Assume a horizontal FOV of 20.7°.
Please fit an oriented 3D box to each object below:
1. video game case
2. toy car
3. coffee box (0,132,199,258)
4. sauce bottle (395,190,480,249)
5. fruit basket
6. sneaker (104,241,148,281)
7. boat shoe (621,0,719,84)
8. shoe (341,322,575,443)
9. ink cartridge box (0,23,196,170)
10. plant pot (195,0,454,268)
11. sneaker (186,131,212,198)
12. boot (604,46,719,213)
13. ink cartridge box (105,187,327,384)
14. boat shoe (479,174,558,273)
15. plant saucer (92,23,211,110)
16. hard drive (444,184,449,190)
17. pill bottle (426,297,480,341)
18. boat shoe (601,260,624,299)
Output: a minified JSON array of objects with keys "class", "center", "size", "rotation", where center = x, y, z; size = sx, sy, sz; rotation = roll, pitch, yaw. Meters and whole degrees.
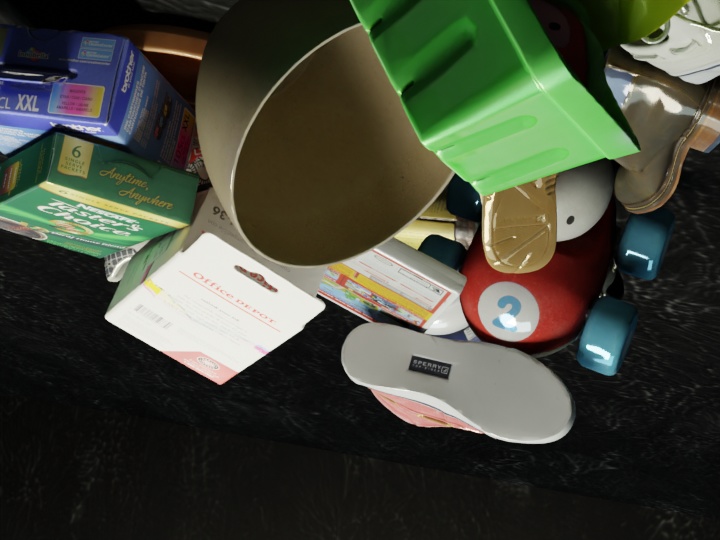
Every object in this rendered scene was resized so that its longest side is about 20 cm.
[{"class":"video game case","center":[0.000,0.000,1.547],"size":[0.143,0.017,0.200],"rotation":[29,164,-2]},{"class":"toy car","center":[0.143,-0.042,1.544],"size":[0.184,0.177,0.200],"rotation":[20,156,13]},{"class":"coffee box","center":[-0.220,-0.056,1.545],"size":[0.123,0.044,0.200],"rotation":[18,165,-26]},{"class":"sauce bottle","center":[0.022,-0.050,1.796],"size":[0.199,0.065,0.065],"rotation":[8,166,22]},{"class":"fruit basket","center":[0.105,-0.164,1.077],"size":[0.215,0.216,0.155],"rotation":[4,166,27]},{"class":"sneaker","center":[-0.124,-0.016,1.719],"size":[0.199,0.081,0.076],"rotation":[7,164,10]},{"class":"boat shoe","center":[0.198,-0.164,1.188],"size":[0.086,0.075,0.202],"rotation":[16,176,-8]},{"class":"shoe","center":[0.086,0.097,1.597],"size":[0.199,0.072,0.091],"rotation":[16,168,21]},{"class":"ink cartridge box","center":[-0.224,-0.129,1.513],"size":[0.136,0.077,0.200],"rotation":[7,164,16]},{"class":"plant pot","center":[-0.035,-0.121,1.348],"size":[0.200,0.200,0.134],"rotation":[27,-165,-50]},{"class":"sneaker","center":[-0.155,-0.068,1.626],"size":[0.201,0.108,0.067],"rotation":[5,165,22]},{"class":"boot","center":[0.199,-0.107,1.427],"size":[0.097,0.075,0.200],"rotation":[22,155,-4]},{"class":"ink cartridge box","center":[-0.106,0.009,1.545],"size":[0.116,0.068,0.200],"rotation":[32,148,-16]},{"class":"boat shoe","center":[0.113,-0.095,1.409],"size":[0.073,0.069,0.201],"rotation":[0,127,-7]},{"class":"plant saucer","center":[-0.133,-0.152,1.567],"size":[0.200,0.032,0.200],"rotation":[10,166,2]},{"class":"hard drive","center":[0.012,-0.077,1.563],"size":[0.139,0.033,0.200],"rotation":[-32,166,-9]},{"class":"pill bottle","center":[0.079,0.016,1.910],"size":[0.111,0.111,0.200],"rotation":[8,166,12]},{"class":"boat shoe","center":[0.211,-0.008,1.832],"size":[0.056,0.069,0.200],"rotation":[-11,164,8]}]
